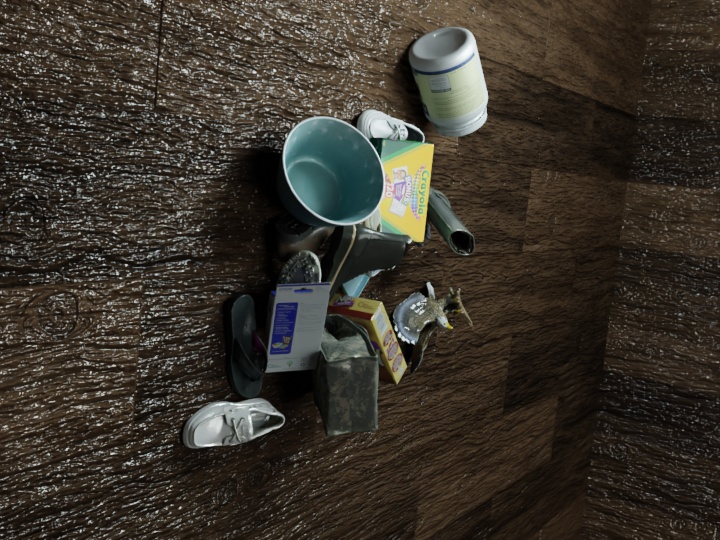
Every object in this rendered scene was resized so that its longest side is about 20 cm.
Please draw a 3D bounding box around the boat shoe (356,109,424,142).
[{"bbox_3d":[0.065,-0.281,1.793,0.200,0.068,0.072,13,88,-58],"label":"boat shoe"}]

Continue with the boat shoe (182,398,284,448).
[{"bbox_3d":[-0.210,0.262,1.493,0.200,0.069,0.071,-10,109,-49],"label":"boat shoe"}]

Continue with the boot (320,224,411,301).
[{"bbox_3d":[0.000,0.000,1.640,0.200,0.138,0.078,118,-26,-44],"label":"boot"}]

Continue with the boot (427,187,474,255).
[{"bbox_3d":[0.192,-0.108,1.923,0.073,0.200,0.182,-52,142,10],"label":"boot"}]

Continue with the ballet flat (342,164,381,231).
[{"bbox_3d":[0.012,-0.144,1.633,0.076,0.064,0.200,-22,116,-28],"label":"ballet flat"}]

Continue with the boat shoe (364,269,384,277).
[{"bbox_3d":[0.039,-0.025,1.765,0.201,0.071,0.070,-29,139,-62],"label":"boat shoe"}]

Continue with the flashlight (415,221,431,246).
[{"bbox_3d":[0.102,-0.115,1.892,0.068,0.068,0.200,-45,156,6],"label":"flashlight"}]

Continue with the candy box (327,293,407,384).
[{"bbox_3d":[0.011,0.141,1.777,0.056,0.117,0.200,-57,141,-33],"label":"candy box"}]

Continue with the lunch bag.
[{"bbox_3d":[-0.035,0.191,1.662,0.117,0.200,0.164,-5,113,-13],"label":"lunch bag"}]

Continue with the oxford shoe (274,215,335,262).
[{"bbox_3d":[-0.094,-0.068,1.611,0.200,0.073,0.085,-29,138,-49],"label":"oxford shoe"}]

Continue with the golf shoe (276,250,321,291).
[{"bbox_3d":[-0.107,0.034,1.592,0.097,0.078,0.200,-65,171,-53],"label":"golf shoe"}]

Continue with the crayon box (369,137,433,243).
[{"bbox_3d":[0.072,-0.159,1.742,0.119,0.058,0.200,2,98,-27],"label":"crayon box"}]

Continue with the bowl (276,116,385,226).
[{"bbox_3d":[-0.068,-0.158,1.538,0.201,0.105,0.201,10,69,-27],"label":"bowl"}]

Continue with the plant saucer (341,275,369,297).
[{"bbox_3d":[0.012,-0.025,1.828,0.200,0.019,0.070,-58,142,-30],"label":"plant saucer"}]

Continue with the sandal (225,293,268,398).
[{"bbox_3d":[-0.194,0.138,1.512,0.075,0.048,0.201,-35,129,-47],"label":"sandal"}]

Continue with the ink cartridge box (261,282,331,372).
[{"bbox_3d":[-0.114,0.092,1.536,0.099,0.039,0.200,-1,127,-18],"label":"ink cartridge box"}]

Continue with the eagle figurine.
[{"bbox_3d":[0.156,0.121,2.026,0.200,0.151,0.152,-35,88,-13],"label":"eagle figurine"}]

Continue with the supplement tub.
[{"bbox_3d":[0.194,-0.405,1.894,0.145,0.145,0.200,-56,141,-33],"label":"supplement tub"}]
